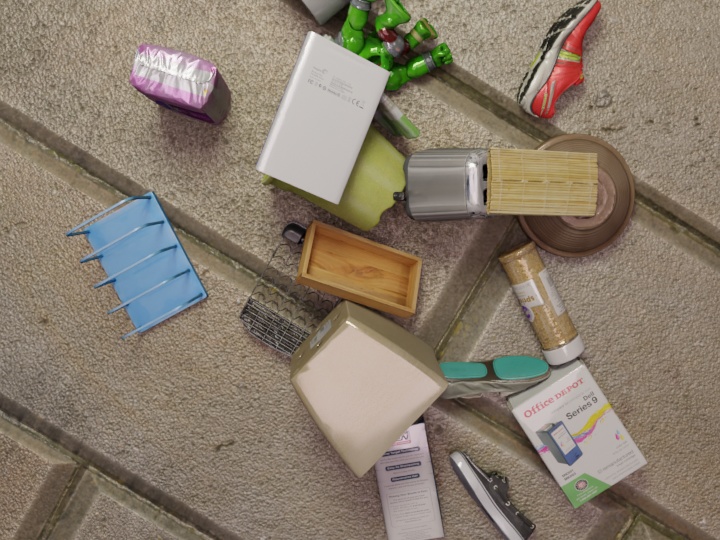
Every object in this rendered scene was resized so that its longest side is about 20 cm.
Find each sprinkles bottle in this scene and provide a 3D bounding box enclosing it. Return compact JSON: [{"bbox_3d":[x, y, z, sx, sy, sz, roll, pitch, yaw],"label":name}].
[{"bbox_3d":[0.299,0.053,1.279,0.068,0.068,0.202,-26,94,5],"label":"sprinkles bottle"}]

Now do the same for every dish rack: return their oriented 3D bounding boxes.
[{"bbox_3d":[-0.105,0.038,1.302,0.152,0.055,0.202,30,99,-1],"label":"dish rack"}]

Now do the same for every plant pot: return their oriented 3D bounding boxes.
[{"bbox_3d":[-0.026,-0.167,1.218,0.183,0.201,0.201,35,97,-13],"label":"plant pot"},{"bbox_3d":[0.350,-0.119,1.246,0.197,0.093,0.204,0,97,1],"label":"plant pot"},{"bbox_3d":[-0.005,0.163,1.226,0.177,0.200,0.200,42,96,-10],"label":"plant pot"}]

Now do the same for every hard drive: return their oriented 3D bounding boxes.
[{"bbox_3d":[-0.053,-0.212,1.094,0.130,0.025,0.203,21,94,-24],"label":"hard drive"}]

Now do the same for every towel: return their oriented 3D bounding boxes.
[{"bbox_3d":[0.002,-0.277,1.194,0.031,0.149,0.200,-45,106,3],"label":"towel"}]

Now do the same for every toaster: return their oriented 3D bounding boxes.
[{"bbox_3d":[0.152,-0.133,1.190,0.128,0.199,0.116,2,98,36],"label":"toaster"}]

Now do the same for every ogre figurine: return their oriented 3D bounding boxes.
[{"bbox_3d":[0.041,-0.358,1.212,0.120,0.199,0.099,-39,60,26],"label":"ogre figurine"}]

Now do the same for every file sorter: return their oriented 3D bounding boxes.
[{"bbox_3d":[-0.369,-0.006,1.272,0.137,0.123,0.202,-27,95,6],"label":"file sorter"}]

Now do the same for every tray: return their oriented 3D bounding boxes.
[{"bbox_3d":[0.000,0.000,1.252,0.197,0.037,0.100,19,64,-18],"label":"tray"}]

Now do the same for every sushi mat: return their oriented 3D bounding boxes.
[{"bbox_3d":[0.273,-0.130,1.155,0.197,0.012,0.097,-1,95,-24],"label":"sushi mat"}]

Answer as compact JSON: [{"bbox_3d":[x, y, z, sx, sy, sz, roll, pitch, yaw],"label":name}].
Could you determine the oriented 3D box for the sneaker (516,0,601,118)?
[{"bbox_3d":[0.329,-0.337,1.240,0.084,0.077,0.202,28,104,-12],"label":"sneaker"}]

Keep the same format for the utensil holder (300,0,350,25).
[{"bbox_3d":[-0.036,-0.502,1.180,0.199,0.170,0.170,-40,94,7],"label":"utensil holder"}]

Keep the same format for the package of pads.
[{"bbox_3d":[-0.271,-0.284,1.198,0.119,0.200,0.077,19,92,-3],"label":"package of pads"}]

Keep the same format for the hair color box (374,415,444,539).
[{"bbox_3d":[0.078,0.356,1.325,0.098,0.061,0.203,-10,96,3],"label":"hair color box"}]

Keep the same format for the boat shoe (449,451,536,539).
[{"bbox_3d":[0.230,0.380,1.323,0.066,0.070,0.201,-37,91,-12],"label":"boat shoe"}]

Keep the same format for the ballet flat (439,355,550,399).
[{"bbox_3d":[0.219,0.184,1.308,0.196,0.068,0.064,-3,124,3],"label":"ballet flat"}]

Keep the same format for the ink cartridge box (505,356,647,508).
[{"bbox_3d":[0.356,0.264,1.291,0.144,0.088,0.201,-33,92,6],"label":"ink cartridge box"}]
